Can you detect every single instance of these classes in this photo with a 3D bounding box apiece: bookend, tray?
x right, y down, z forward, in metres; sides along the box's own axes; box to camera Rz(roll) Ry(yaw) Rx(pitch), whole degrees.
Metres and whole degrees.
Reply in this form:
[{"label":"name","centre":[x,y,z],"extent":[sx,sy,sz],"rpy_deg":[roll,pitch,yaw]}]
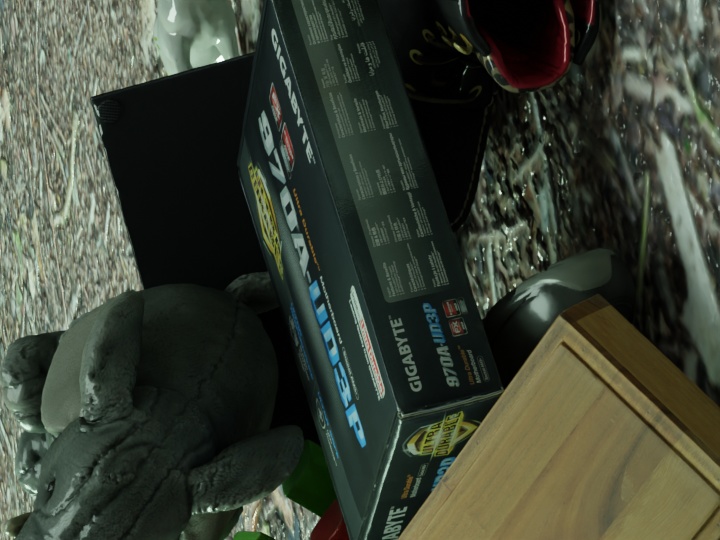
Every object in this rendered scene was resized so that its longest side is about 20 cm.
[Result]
[{"label":"bookend","centre":[-0.070,-0.009,1.385],"extent":[0.199,0.092,0.201],"rpy_deg":[-135,30,-79]},{"label":"tray","centre":[0.067,0.117,1.052],"extent":[0.099,0.037,0.200],"rpy_deg":[44,121,16]}]

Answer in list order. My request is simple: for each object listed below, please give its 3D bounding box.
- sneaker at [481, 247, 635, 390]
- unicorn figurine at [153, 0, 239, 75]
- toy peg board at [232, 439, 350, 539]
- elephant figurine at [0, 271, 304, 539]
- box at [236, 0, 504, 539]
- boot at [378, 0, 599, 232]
[{"label":"sneaker","centre":[0.087,0.068,1.120],"extent":[0.079,0.075,0.200],"rpy_deg":[57,157,30]},{"label":"unicorn figurine","centre":[-0.084,-0.132,1.505],"extent":[0.200,0.074,0.138],"rpy_deg":[-36,70,67]},{"label":"toy peg board","centre":[-0.020,0.191,1.212],"extent":[0.200,0.098,0.199],"rpy_deg":[-55,20,15]},{"label":"elephant figurine","centre":[-0.093,0.082,1.192],"extent":[0.200,0.141,0.156],"rpy_deg":[-113,24,-82]},{"label":"box","centre":[0.000,0.000,1.139],"extent":[0.159,0.046,0.201],"rpy_deg":[105,150,-64]},{"label":"boot","centre":[0.045,-0.099,1.164],"extent":[0.151,0.073,0.201],"rpy_deg":[-143,56,-68]}]
